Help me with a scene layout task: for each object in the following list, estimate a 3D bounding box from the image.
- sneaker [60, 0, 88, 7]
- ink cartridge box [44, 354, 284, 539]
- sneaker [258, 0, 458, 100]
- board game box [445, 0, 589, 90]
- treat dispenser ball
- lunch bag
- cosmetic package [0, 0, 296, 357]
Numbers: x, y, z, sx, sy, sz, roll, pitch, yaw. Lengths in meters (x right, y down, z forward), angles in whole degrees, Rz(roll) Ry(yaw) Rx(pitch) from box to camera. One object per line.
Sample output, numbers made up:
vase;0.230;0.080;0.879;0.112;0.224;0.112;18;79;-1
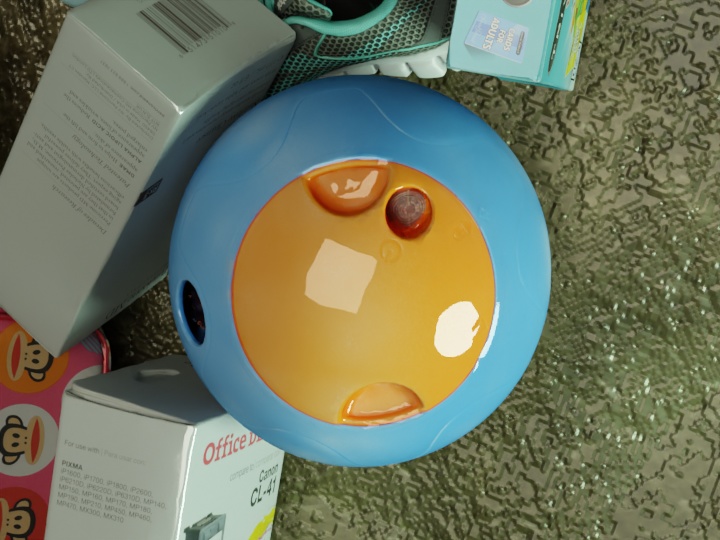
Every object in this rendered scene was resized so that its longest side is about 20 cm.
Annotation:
sneaker;-0.215;-0.182;0.898;0.200;0.079;0.131;42;128;18
ink cartridge box;-0.112;0.161;0.884;0.085;0.147;0.203;13;99;18
sneaker;-0.031;-0.138;0.859;0.198;0.091;0.079;-16;68;20
board game box;0.092;-0.170;0.785;0.046;0.200;0.153;11;98;10
treat dispenser ball;0.000;0.000;0.820;0.198;0.201;0.204;1;95;12
lunch bag;-0.215;0.112;0.918;0.174;0.082;0.203;6;98;-23
cosmetic package;-0.128;-0.060;0.848;0.081;0.113;0.201;39;132;8
